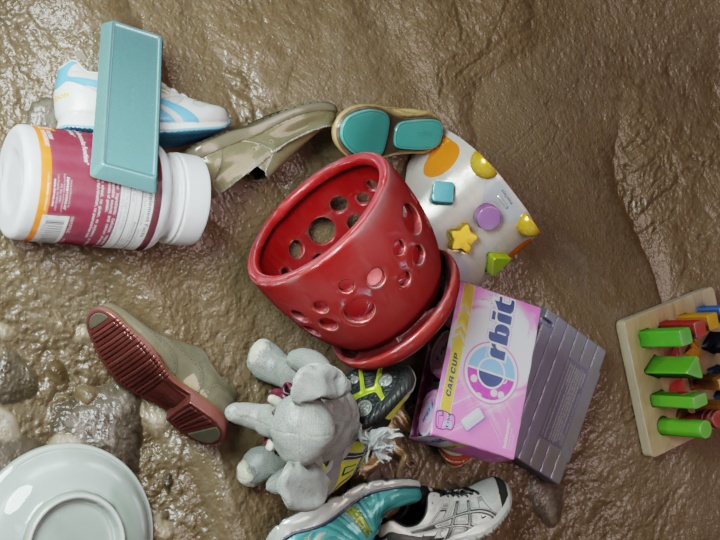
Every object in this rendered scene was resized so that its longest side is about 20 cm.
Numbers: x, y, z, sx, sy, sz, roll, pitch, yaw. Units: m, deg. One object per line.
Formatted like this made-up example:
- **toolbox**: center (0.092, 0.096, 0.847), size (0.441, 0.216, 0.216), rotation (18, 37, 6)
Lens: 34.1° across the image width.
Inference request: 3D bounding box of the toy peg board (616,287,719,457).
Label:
- **toy peg board**: center (0.488, 0.144, 1.686), size (0.197, 0.097, 0.203), rotation (-16, 96, -32)

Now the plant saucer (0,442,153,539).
- **plant saucer**: center (-0.297, 0.279, 1.197), size (0.198, 0.050, 0.203), rotation (2, 87, -33)

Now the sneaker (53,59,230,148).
- **sneaker**: center (-0.229, -0.178, 1.256), size (0.198, 0.076, 0.082), rotation (0, 79, -37)

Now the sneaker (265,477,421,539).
- **sneaker**: center (-0.013, 0.299, 1.357), size (0.198, 0.078, 0.080), rotation (-22, 73, -22)

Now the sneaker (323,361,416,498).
- **sneaker**: center (-0.010, 0.185, 1.359), size (0.200, 0.075, 0.076), rotation (-45, 140, 3)

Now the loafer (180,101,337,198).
- **loafer**: center (-0.110, -0.138, 1.334), size (0.198, 0.076, 0.068), rotation (-23, 100, -22)

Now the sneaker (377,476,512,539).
- **sneaker**: center (0.105, 0.295, 1.441), size (0.199, 0.075, 0.089), rotation (-28, 102, -31)

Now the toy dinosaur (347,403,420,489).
- **toy dinosaur**: center (0.044, 0.179, 1.420), size (0.100, 0.058, 0.202), rotation (23, 75, -28)

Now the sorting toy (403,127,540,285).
- **sorting toy**: center (0.113, -0.042, 1.471), size (0.180, 0.107, 0.200), rotation (-44, 111, -6)

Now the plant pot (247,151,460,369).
- **plant pot**: center (0.000, 0.000, 1.322), size (0.183, 0.199, 0.201), rotation (50, 63, -26)

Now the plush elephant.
- **plush elephant**: center (-0.070, 0.164, 1.247), size (0.155, 0.198, 0.167), rotation (22, 78, -66)

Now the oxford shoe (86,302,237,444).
- **oxford shoe**: center (-0.212, 0.100, 1.266), size (0.200, 0.070, 0.075), rotation (49, 39, -21)

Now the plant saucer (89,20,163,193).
- **plant saucer**: center (-0.234, -0.172, 1.193), size (0.069, 0.019, 0.202), rotation (14, 53, -27)

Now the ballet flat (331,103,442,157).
- **ballet flat**: center (0.019, -0.166, 1.402), size (0.199, 0.063, 0.069), rotation (-2, 110, -50)

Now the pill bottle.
- **pill bottle**: center (-0.262, -0.081, 1.204), size (0.198, 0.114, 0.116), rotation (4, 85, -33)

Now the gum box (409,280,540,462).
- **gum box**: center (0.140, 0.118, 1.415), size (0.112, 0.066, 0.202), rotation (18, 72, -17)

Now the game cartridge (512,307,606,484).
- **game cartridge**: center (0.251, 0.169, 1.570), size (0.129, 0.038, 0.202), rotation (35, 69, -30)

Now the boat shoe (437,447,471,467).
- **boat shoe**: center (0.154, 0.157, 1.492), size (0.201, 0.071, 0.063), rotation (-61, 159, -23)
